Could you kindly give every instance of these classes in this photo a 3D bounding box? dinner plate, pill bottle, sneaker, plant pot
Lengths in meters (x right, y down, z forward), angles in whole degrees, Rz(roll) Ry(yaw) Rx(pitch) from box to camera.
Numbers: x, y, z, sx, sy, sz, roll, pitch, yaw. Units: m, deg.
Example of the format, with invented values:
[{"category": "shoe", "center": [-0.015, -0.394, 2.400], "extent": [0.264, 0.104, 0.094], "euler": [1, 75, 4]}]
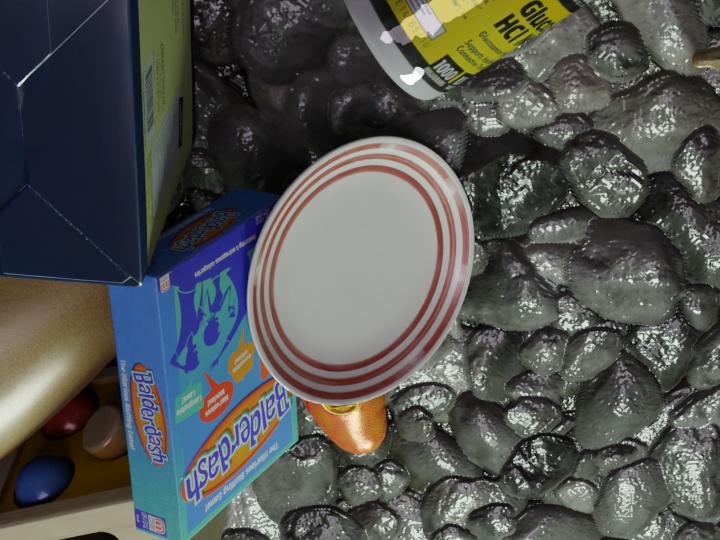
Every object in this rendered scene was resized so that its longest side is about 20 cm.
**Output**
[{"category": "dinner plate", "center": [0.000, 0.000, 0.969], "extent": [0.199, 0.024, 0.202], "euler": [-13, 114, -31]}, {"category": "pill bottle", "center": [0.093, -0.202, 0.835], "extent": [0.199, 0.113, 0.113], "euler": [-30, 117, 21]}, {"category": "sneaker", "center": [-0.029, 0.071, 1.039], "extent": [0.072, 0.077, 0.201], "euler": [-13, 122, 12]}, {"category": "plant pot", "center": [-0.242, 0.019, 0.973], "extent": [0.199, 0.187, 0.187], "euler": [-31, 117, 5]}]

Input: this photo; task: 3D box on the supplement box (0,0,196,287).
[{"category": "supplement box", "center": [-0.185, -0.130, 0.843], "extent": [0.133, 0.200, 0.201], "euler": [5, 123, 1]}]

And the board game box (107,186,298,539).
[{"category": "board game box", "center": [-0.103, 0.063, 0.930], "extent": [0.045, 0.152, 0.202], "euler": [12, 119, 27]}]

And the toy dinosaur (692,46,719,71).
[{"category": "toy dinosaur", "center": [0.299, -0.187, 0.840], "extent": [0.200, 0.101, 0.058], "euler": [-39, 113, 24]}]

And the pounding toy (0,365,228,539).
[{"category": "pounding toy", "center": [-0.177, 0.134, 1.039], "extent": [0.198, 0.185, 0.143], "euler": [-14, 126, 19]}]
